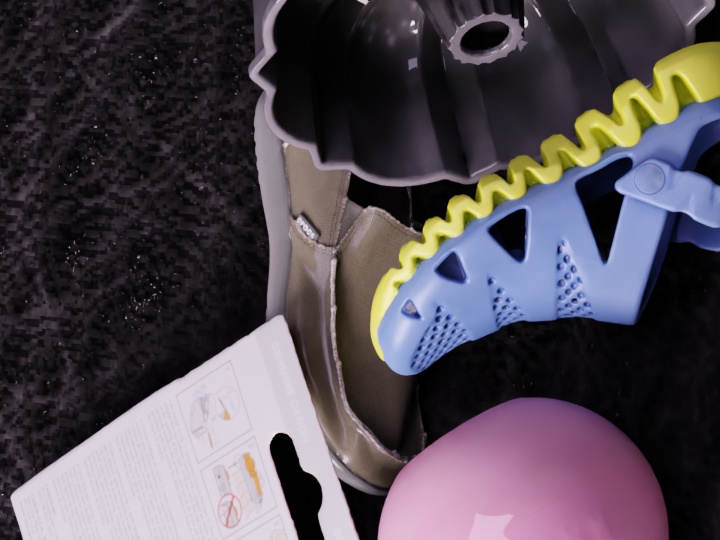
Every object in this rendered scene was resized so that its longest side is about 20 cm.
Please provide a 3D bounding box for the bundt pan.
[{"bbox_3d":[0.044,-0.126,1.083,0.201,0.202,0.076,-31,54,21],"label":"bundt pan"}]

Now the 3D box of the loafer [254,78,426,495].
[{"bbox_3d":[0.000,0.000,1.150,0.069,0.075,0.202,-19,73,30],"label":"loafer"}]

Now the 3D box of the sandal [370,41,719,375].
[{"bbox_3d":[0.094,-0.012,1.087,0.199,0.079,0.087,-34,77,7],"label":"sandal"}]

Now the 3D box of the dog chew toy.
[{"bbox_3d":[0.093,0.154,1.054,0.124,0.124,0.201,-36,74,19],"label":"dog chew toy"}]

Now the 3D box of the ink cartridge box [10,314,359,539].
[{"bbox_3d":[-0.064,0.133,1.157,0.200,0.047,0.161,-34,67,35],"label":"ink cartridge box"}]
